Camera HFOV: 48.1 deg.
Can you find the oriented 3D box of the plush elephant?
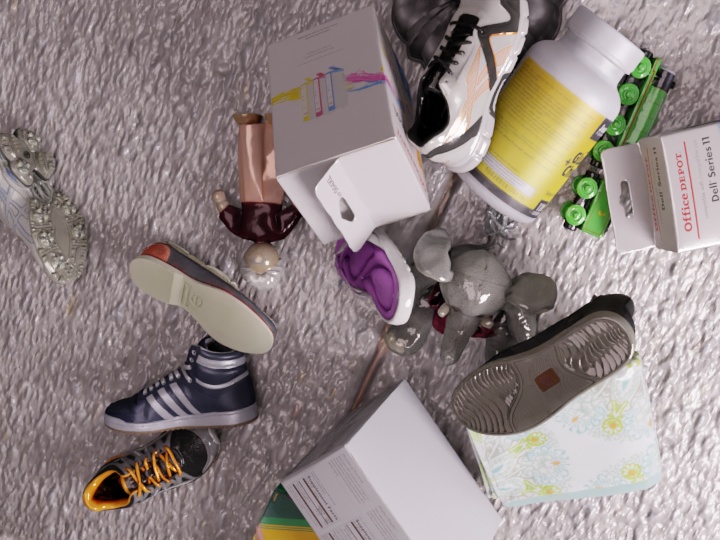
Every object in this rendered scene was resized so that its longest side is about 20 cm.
[{"bbox_3d":[0.115,0.032,0.850,0.162,0.155,0.204,20,103,9],"label":"plush elephant"}]

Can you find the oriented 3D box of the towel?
[{"bbox_3d":[0.216,0.177,0.871,0.196,0.049,0.173,-14,122,15],"label":"towel"}]

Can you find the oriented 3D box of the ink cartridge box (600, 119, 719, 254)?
[{"bbox_3d":[0.350,-0.087,0.801,0.196,0.067,0.120,-12,96,2],"label":"ink cartridge box"}]

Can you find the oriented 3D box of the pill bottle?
[{"bbox_3d":[0.190,-0.157,0.818,0.111,0.112,0.201,38,111,5],"label":"pill bottle"}]

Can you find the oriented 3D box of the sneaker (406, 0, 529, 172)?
[{"bbox_3d":[0.101,-0.197,0.768,0.073,0.079,0.204,20,101,46],"label":"sneaker"}]

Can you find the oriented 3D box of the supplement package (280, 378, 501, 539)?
[{"bbox_3d":[0.039,0.256,0.893,0.110,0.155,0.202,-35,90,34],"label":"supplement package"}]

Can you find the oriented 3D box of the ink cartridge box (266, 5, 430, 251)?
[{"bbox_3d":[-0.011,-0.135,0.822,0.123,0.129,0.203,-17,58,14],"label":"ink cartridge box"}]

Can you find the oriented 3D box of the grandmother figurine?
[{"bbox_3d":[-0.118,-0.079,0.942,0.119,0.060,0.205,1,96,22],"label":"grandmother figurine"}]

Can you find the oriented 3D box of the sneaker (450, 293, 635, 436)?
[{"bbox_3d":[0.187,0.095,0.800,0.198,0.106,0.076,-31,89,27],"label":"sneaker"}]

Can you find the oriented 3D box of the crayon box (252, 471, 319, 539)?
[{"bbox_3d":[-0.085,0.371,1.002,0.117,0.058,0.203,26,104,8],"label":"crayon box"}]

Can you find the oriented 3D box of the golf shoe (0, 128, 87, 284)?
[{"bbox_3d":[-0.414,-0.071,1.017,0.096,0.078,0.204,-23,87,33],"label":"golf shoe"}]

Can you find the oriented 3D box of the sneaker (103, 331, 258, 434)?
[{"bbox_3d":[-0.226,0.136,0.993,0.195,0.070,0.111,-4,103,7],"label":"sneaker"}]

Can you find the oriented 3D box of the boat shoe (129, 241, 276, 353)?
[{"bbox_3d":[-0.181,0.028,0.970,0.197,0.063,0.072,29,122,7],"label":"boat shoe"}]

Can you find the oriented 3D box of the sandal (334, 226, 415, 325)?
[{"bbox_3d":[0.001,-0.008,0.858,0.049,0.202,0.084,5,105,-23],"label":"sandal"}]

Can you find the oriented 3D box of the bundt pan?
[{"bbox_3d":[0.118,-0.295,0.842,0.197,0.076,0.207,2,100,14],"label":"bundt pan"}]

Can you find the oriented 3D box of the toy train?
[{"bbox_3d":[0.271,-0.130,0.850,0.055,0.042,0.203,21,103,-1],"label":"toy train"}]

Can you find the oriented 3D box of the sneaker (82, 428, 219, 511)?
[{"bbox_3d":[-0.264,0.254,1.018,0.198,0.077,0.079,-30,90,15],"label":"sneaker"}]
